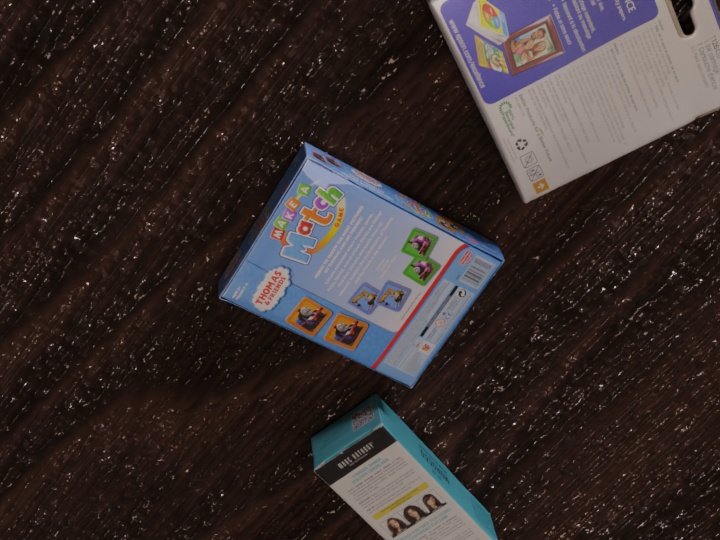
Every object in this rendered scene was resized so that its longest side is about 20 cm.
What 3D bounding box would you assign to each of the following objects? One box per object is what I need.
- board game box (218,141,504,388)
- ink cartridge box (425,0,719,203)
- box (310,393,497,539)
[{"bbox_3d":[0.000,0.000,1.047,0.199,0.037,0.152,26,114,-21],"label":"board game box"},{"bbox_3d":[0.179,-0.179,0.961,0.199,0.047,0.199,-27,118,7],"label":"ink cartridge box"},{"bbox_3d":[0.044,0.214,1.170,0.082,0.049,0.200,-34,118,13],"label":"box"}]
